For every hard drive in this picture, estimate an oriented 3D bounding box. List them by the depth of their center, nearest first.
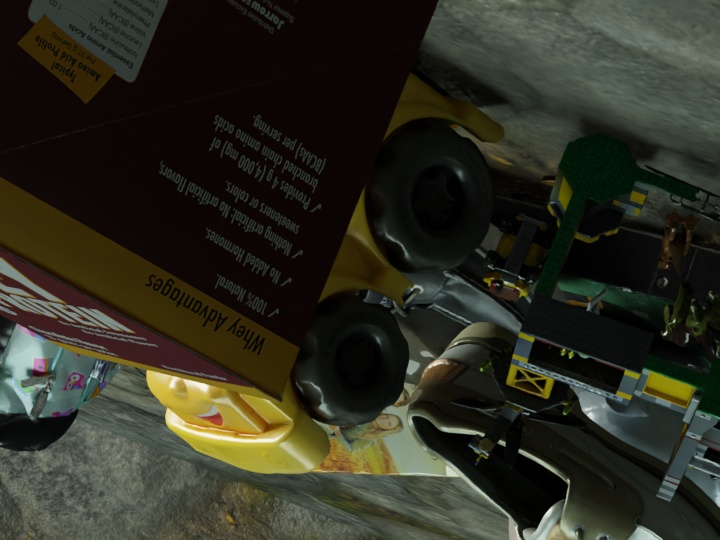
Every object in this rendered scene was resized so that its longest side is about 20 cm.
[{"bbox_3d":[0.133,0.007,1.298,0.200,0.038,0.140,16,168,29],"label":"hard drive"}]

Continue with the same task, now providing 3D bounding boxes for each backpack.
[{"bbox_3d":[-0.186,-0.010,1.414,0.127,0.200,0.167,9,-148,-38],"label":"backpack"}]

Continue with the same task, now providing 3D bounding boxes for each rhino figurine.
[{"bbox_3d":[0.000,0.000,1.362,0.200,0.060,0.087,44,-172,30],"label":"rhino figurine"}]

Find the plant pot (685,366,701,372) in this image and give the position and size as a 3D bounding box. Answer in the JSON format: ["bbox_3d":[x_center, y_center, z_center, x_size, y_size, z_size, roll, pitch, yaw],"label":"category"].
[{"bbox_3d":[0.204,0.145,1.436,0.200,0.184,0.200,21,168,5],"label":"plant pot"}]

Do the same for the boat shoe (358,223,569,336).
[{"bbox_3d":[0.016,-0.011,1.232,0.200,0.066,0.070,38,153,0],"label":"boat shoe"}]

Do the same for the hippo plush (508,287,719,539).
[{"bbox_3d":[0.177,0.096,1.289,0.161,0.159,0.200,6,128,-10],"label":"hippo plush"}]

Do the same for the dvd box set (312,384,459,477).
[{"bbox_3d":[0.006,0.063,1.493,0.200,0.029,0.146,0,118,31],"label":"dvd box set"}]

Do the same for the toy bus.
[{"bbox_3d":[-0.058,-0.032,1.086,0.192,0.200,0.136,38,160,-33],"label":"toy bus"}]

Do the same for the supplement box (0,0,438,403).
[{"bbox_3d":[-0.098,-0.086,0.870,0.133,0.200,0.197,10,164,46],"label":"supplement box"}]

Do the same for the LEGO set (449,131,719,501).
[{"bbox_3d":[0.151,0.036,1.109,0.200,0.154,0.116,13,151,2],"label":"LEGO set"}]

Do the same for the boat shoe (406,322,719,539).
[{"bbox_3d":[0.106,0.116,1.155,0.200,0.068,0.075,40,140,8],"label":"boat shoe"}]
